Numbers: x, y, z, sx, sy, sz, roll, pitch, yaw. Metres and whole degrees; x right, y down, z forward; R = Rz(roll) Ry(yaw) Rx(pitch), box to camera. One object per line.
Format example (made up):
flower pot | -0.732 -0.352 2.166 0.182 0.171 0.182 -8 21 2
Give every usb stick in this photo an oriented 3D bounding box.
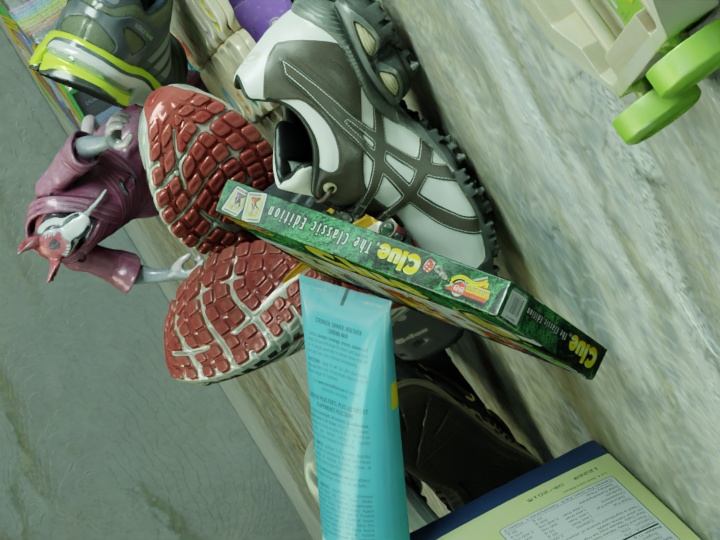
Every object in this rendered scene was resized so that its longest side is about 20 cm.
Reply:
usb stick | 0.000 0.000 1.519 0.200 0.055 0.033 41 -159 -48

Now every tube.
tube | -0.002 0.105 1.390 0.077 0.050 0.201 12 115 42

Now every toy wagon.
toy wagon | 0.070 -0.126 0.821 0.155 0.039 0.200 55 171 5

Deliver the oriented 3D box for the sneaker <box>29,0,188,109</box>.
sneaker | -0.136 -0.144 1.496 0.074 0.081 0.200 26 -172 3

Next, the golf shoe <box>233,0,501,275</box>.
golf shoe | 0.002 -0.057 1.310 0.200 0.094 0.078 58 170 -28

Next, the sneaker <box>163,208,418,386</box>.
sneaker | -0.026 0.021 1.448 0.082 0.199 0.078 41 -148 -52

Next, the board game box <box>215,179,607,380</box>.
board game box | 0.025 0.004 1.302 0.199 0.024 0.105 21 170 40

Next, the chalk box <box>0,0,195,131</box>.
chalk box | -0.160 -0.148 1.788 0.200 0.124 0.124 50 170 42

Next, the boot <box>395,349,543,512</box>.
boot | 0.059 0.102 1.673 0.200 0.073 0.151 40 -167 -36

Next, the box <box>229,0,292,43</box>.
box | -0.047 -0.111 1.567 0.137 0.039 0.200 57 172 -8

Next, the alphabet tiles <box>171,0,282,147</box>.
alphabet tiles | -0.087 -0.134 1.517 0.196 0.015 0.200 56 171 -4

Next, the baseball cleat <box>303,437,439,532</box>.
baseball cleat | 0.040 0.177 1.651 0.200 0.070 0.106 56 -162 -10

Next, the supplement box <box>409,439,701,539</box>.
supplement box | 0.145 0.244 1.406 0.200 0.134 0.201 44 156 56

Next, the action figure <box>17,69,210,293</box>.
action figure | -0.171 -0.059 1.604 0.148 0.200 0.135 5 121 31

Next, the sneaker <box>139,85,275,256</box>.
sneaker | -0.089 -0.047 1.514 0.082 0.078 0.200 45 171 36
